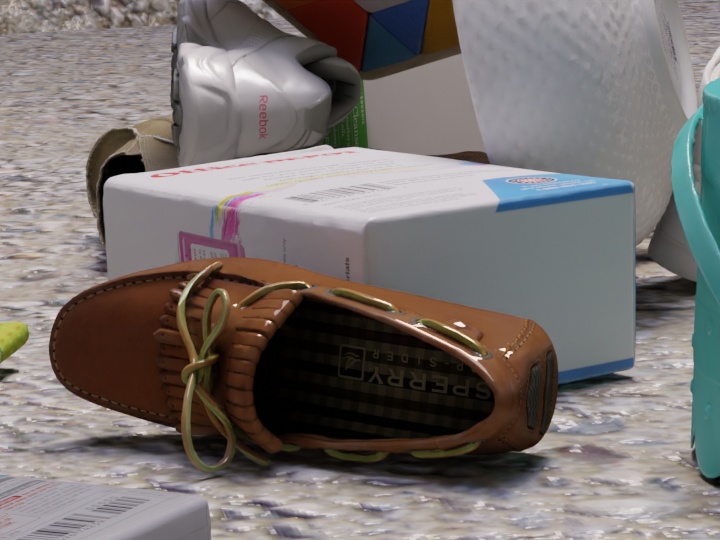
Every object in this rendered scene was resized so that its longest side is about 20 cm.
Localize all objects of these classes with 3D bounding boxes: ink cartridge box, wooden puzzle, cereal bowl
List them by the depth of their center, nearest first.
[{"bbox_3d":[0.000,0.000,1.107,0.144,0.085,0.200,-9,13,-35],"label":"ink cartridge box"},{"bbox_3d":[0.107,-0.103,1.215,0.083,0.201,0.200,-13,7,16],"label":"cereal bowl"},{"bbox_3d":[0.012,-0.160,1.349,0.185,0.037,0.200,-13,-33,41],"label":"wooden puzzle"}]

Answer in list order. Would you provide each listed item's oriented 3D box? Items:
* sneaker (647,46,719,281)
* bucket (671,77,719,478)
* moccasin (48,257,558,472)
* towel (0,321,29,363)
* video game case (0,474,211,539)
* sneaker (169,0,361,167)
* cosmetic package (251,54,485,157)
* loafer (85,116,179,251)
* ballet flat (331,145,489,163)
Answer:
[{"bbox_3d":[0.222,-0.068,1.310,0.073,0.116,0.200,25,25,26],"label":"sneaker"},{"bbox_3d":[0.208,-0.002,0.913,0.206,0.135,0.207,-3,10,0],"label":"bucket"},{"bbox_3d":[-0.029,0.038,0.959,0.201,0.074,0.078,13,7,25],"label":"moccasin"},{"bbox_3d":[-0.245,0.046,1.087,0.143,0.023,0.200,1,11,25],"label":"towel"},{"bbox_3d":[-0.174,0.095,0.791,0.181,0.022,0.200,3,12,29],"label":"video game case"},{"bbox_3d":[-0.051,-0.097,1.366,0.099,0.078,0.200,1,21,-5],"label":"sneaker"},{"bbox_3d":[-0.006,-0.085,1.541,0.085,0.108,0.200,3,12,34],"label":"cosmetic package"},{"bbox_3d":[-0.116,-0.044,1.418,0.067,0.076,0.200,0,8,-25],"label":"loafer"},{"bbox_3d":[0.018,-0.032,1.352,0.199,0.068,0.067,-13,21,-39],"label":"ballet flat"}]
